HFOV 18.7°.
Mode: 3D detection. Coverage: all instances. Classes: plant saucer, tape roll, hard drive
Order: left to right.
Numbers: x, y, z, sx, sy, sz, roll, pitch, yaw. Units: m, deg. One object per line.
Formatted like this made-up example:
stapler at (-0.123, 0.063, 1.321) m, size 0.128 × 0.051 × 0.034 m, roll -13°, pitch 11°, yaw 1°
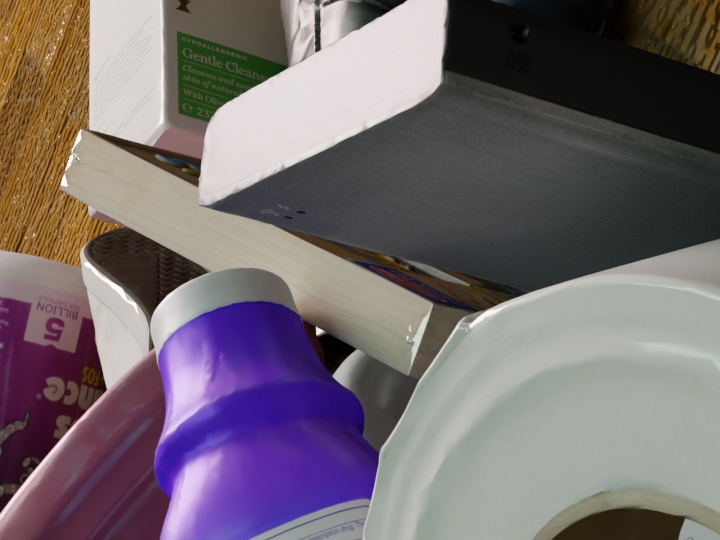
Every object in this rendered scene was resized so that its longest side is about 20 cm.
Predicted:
plant saucer at (-0.077, 0.096, 0.828) m, size 0.051 × 0.200 × 0.201 m, roll 41°, pitch 122°, yaw 13°
hard drive at (0.072, -0.023, 0.628) m, size 0.139 × 0.198 × 0.033 m, roll -21°, pitch 60°, yaw 58°
tape roll at (0.091, 0.093, 0.499) m, size 0.201 × 0.070 × 0.205 m, roll 15°, pitch 111°, yaw 44°

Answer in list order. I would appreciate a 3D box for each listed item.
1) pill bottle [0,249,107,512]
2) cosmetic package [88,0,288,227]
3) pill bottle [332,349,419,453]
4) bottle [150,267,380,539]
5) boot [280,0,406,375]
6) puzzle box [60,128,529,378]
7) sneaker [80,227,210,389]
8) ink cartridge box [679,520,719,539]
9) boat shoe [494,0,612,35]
pill bottle at (-0.195, 0.095, 1.170) m, size 0.112 × 0.111 × 0.202 m, roll -3°, pitch 74°, yaw 61°
cosmetic package at (-0.069, -0.114, 1.043) m, size 0.085 × 0.107 × 0.202 m, roll -42°, pitch 43°, yaw 45°
pill bottle at (-0.006, 0.129, 0.795) m, size 0.201 × 0.110 × 0.112 m, roll -56°, pitch 33°, yaw 32°
bottle at (-0.017, 0.093, 0.633) m, size 0.083 × 0.065 × 0.201 m, roll -25°, pitch 57°, yaw 9°
boot at (0.016, -0.070, 0.902) m, size 0.182 × 0.072 × 0.202 m, roll -38°, pitch 42°, yaw 53°
puzzle box at (0.000, 0.000, 0.769) m, size 0.199 × 0.132 × 0.026 m, roll 26°, pitch 100°, yaw 44°
sneaker at (-0.075, 0.054, 1.033) m, size 0.200 × 0.072 × 0.085 m, roll -133°, pitch 35°, yaw -55°
ink cartridge box at (0.057, 0.176, 0.620) m, size 0.197 × 0.043 × 0.201 m, roll -26°, pitch 45°, yaw 10°
boat shoe at (0.057, -0.109, 0.825) m, size 0.069 × 0.083 × 0.202 m, roll -171°, pitch 93°, yaw -74°
